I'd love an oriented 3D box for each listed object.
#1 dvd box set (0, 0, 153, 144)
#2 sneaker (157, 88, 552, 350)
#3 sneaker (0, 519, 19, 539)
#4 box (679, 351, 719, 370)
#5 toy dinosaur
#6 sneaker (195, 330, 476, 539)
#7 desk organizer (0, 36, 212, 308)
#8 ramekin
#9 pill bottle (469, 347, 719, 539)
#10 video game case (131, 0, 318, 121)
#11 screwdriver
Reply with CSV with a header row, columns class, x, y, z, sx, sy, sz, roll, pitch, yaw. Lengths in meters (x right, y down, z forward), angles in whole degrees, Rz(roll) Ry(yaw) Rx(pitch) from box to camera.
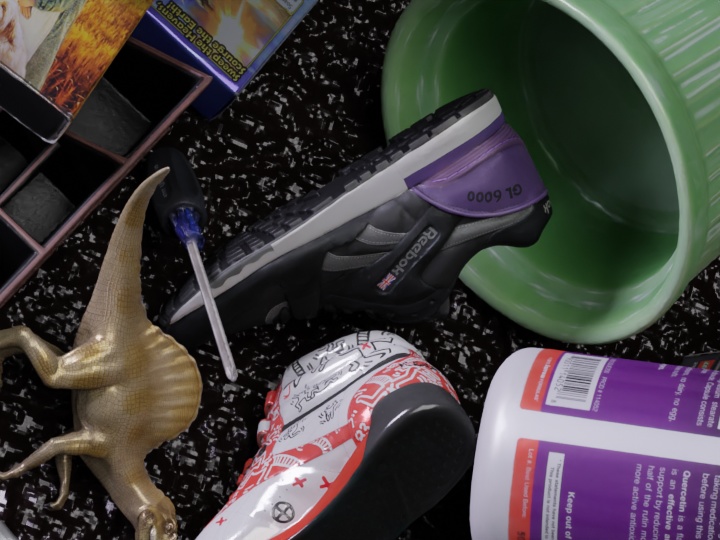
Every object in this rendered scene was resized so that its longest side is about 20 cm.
class,x,y,z,sx,sy,sz,roll,pitch,yaw
dvd box set,-0.154,-0.174,1.286,0.146,0.029,0.200,38,52,-11
sneaker,0.000,0.000,1.313,0.200,0.076,0.088,-31,99,4
sneaker,-0.173,0.158,1.230,0.200,0.075,0.087,44,73,1
box,0.164,0.151,1.383,0.110,0.035,0.200,47,60,-21
toy dinosaur,-0.125,0.045,1.263,0.101,0.058,0.201,-2,105,-2
sneaker,-0.036,0.114,1.301,0.201,0.108,0.067,-43,117,6
desk organizer,-0.164,-0.040,1.283,0.072,0.077,0.200,44,61,-6
ramekin,0.115,-0.073,1.359,0.098,0.200,0.200,-32,88,-37
pill bottle,0.157,0.102,1.264,0.199,0.113,0.113,7,67,14
video game case,-0.094,-0.208,1.387,0.200,0.045,0.181,42,60,-7
screwdriver,-0.073,-0.004,1.273,0.029,0.200,0.028,-16,124,-10
